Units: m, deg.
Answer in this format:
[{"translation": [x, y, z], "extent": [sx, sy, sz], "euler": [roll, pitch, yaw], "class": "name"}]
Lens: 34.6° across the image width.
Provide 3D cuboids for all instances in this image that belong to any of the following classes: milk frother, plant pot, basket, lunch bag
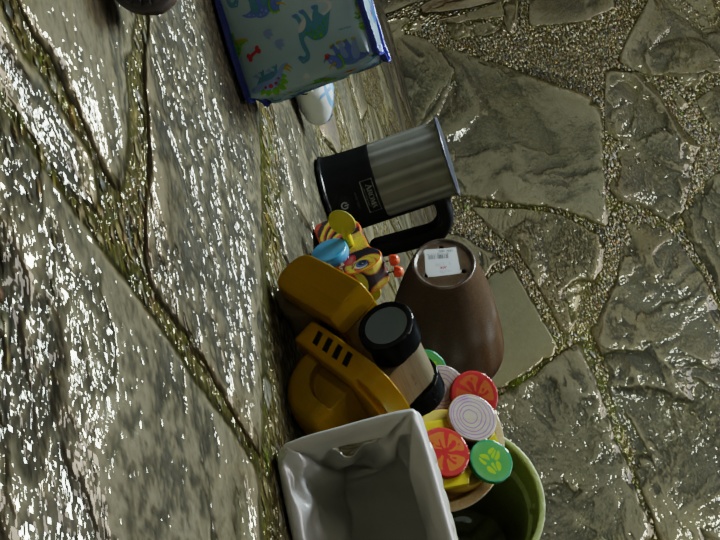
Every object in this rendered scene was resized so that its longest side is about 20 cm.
[{"translation": [0.045, -0.142, 1.710], "extent": [0.202, 0.185, 0.182], "euler": [-98, 168, -48], "class": "milk frother"}, {"translation": [0.124, 0.323, 1.420], "extent": [0.185, 0.197, 0.203], "euler": [81, -2, -56], "class": "plant pot"}, {"translation": [0.020, 0.236, 1.015], "extent": [0.123, 0.133, 0.203], "euler": [44, 31, -77], "class": "basket"}, {"translation": [0.123, 0.053, 1.711], "extent": [0.202, 0.183, 0.189], "euler": [83, -2, -50], "class": "plant pot"}, {"translation": [-0.075, -0.308, 1.312], "extent": [0.127, 0.168, 0.203], "euler": [-35, 106, -81], "class": "lunch bag"}]

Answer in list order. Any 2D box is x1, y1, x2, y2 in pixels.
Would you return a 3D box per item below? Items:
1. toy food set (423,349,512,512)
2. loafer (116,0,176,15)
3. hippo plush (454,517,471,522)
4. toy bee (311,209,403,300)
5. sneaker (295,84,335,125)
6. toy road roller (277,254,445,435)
[{"translation": [0.081, 0.185, 1.346], "extent": [0.049, 0.195, 0.202], "euler": [112, -35, -52], "class": "toy food set"}, {"translation": [-0.189, -0.293, 0.925], "extent": [0.071, 0.072, 0.204], "euler": [87, -7, -82], "class": "loafer"}, {"translation": [0.129, 0.324, 1.662], "extent": [0.160, 0.160, 0.200], "euler": [33, 12, -27], "class": "hippo plush"}, {"translation": [0.000, 0.000, 1.423], "extent": [0.131, 0.107, 0.202], "euler": [64, 12, -53], "class": "toy bee"}, {"translation": [-0.087, -0.292, 1.598], "extent": [0.072, 0.071, 0.203], "euler": [-41, 127, -43], "class": "sneaker"}, {"translation": [-0.025, 0.094, 1.142], "extent": [0.199, 0.146, 0.124], "euler": [31, -22, 40], "class": "toy road roller"}]
